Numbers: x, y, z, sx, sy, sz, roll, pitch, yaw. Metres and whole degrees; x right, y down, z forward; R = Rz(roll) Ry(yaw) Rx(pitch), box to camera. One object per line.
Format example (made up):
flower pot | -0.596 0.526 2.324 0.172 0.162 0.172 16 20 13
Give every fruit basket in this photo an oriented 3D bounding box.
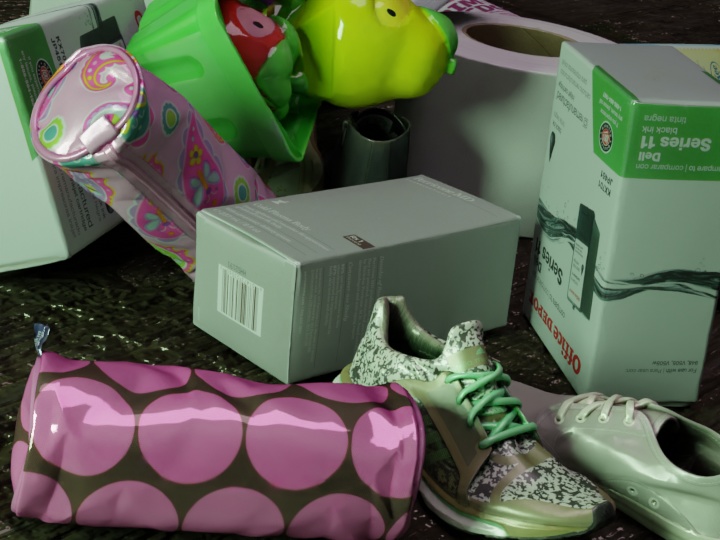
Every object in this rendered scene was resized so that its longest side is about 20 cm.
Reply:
fruit basket | -0.040 -0.175 1.041 0.214 0.156 0.216 -20 34 14

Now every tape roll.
tape roll | 0.127 -0.129 1.246 0.201 0.140 0.203 8 23 -3

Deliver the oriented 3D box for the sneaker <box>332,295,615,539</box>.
sneaker | 0.056 0.075 0.787 0.076 0.089 0.199 -12 30 -42

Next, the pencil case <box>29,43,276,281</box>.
pencil case | -0.123 -0.060 0.937 0.087 0.088 0.200 25 -13 35

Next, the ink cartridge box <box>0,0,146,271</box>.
ink cartridge box | -0.205 -0.100 0.999 0.082 0.148 0.200 -9 17 20

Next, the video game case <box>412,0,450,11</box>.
video game case | 0.008 -0.209 1.247 0.181 0.023 0.200 -17 18 44

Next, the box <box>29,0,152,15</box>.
box | -0.190 -0.256 1.353 0.197 0.202 0.172 10 24 0

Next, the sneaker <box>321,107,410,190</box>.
sneaker | 0.007 -0.084 1.133 0.074 0.107 0.200 5 22 -10

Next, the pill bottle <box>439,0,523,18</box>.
pill bottle | 0.108 -0.220 1.495 0.112 0.114 0.200 -6 26 -32

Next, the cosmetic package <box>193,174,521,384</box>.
cosmetic package | 0.000 0.000 0.955 0.199 0.091 0.106 -16 30 -40

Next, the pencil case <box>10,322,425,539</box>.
pencil case | -0.070 0.084 0.728 0.198 0.092 0.094 8 8 -8

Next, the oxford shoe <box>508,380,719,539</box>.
oxford shoe | 0.139 0.093 0.820 0.199 0.058 0.075 24 29 36

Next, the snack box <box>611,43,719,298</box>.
snack box | 0.253 -0.078 1.130 0.115 0.202 0.037 -4 -18 -29

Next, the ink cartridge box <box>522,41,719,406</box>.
ink cartridge box | 0.173 -0.032 0.949 0.082 0.202 0.147 1 22 -12

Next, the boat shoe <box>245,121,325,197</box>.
boat shoe | -0.071 -0.089 1.167 0.062 0.074 0.201 9 29 -13
